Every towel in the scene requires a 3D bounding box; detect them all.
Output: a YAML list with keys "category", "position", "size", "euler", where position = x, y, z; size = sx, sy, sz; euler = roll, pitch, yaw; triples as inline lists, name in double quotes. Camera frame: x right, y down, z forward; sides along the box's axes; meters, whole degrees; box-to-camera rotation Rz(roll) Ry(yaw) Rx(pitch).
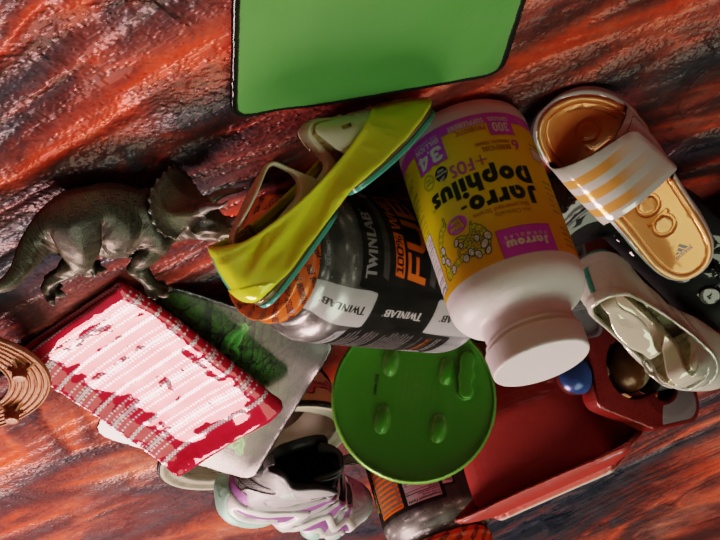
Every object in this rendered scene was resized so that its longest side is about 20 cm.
- category: "towel"
  position: [-0.182, 0.100, 1.161]
  size: [0.144, 0.023, 0.200]
  euler: [-32, 125, 26]

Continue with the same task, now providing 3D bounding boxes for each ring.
- category: "ring"
  position: [-0.360, 0.099, 1.109]
  size: [0.200, 0.019, 0.201]
  euler: [-5, 149, -3]

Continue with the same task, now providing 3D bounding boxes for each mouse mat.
- category: "mouse mat"
  position: [-0.134, 0.106, 1.193]
  size: [0.160, 0.008, 0.200]
  euler: [19, 127, -16]
- category: "mouse mat"
  position: [0.014, -0.160, 0.861]
  size: [0.199, 0.008, 0.161]
  euler: [-10, 153, -12]

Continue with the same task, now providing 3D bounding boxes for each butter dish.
- category: "butter dish"
  position: [0.174, 0.143, 1.318]
  size: [0.199, 0.148, 0.200]
  euler: [-29, 175, 22]

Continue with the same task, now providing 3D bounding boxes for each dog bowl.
- category: "dog bowl"
  position: [-0.112, 0.147, 1.331]
  size: [0.199, 0.074, 0.200]
  euler: [-14, 153, -7]

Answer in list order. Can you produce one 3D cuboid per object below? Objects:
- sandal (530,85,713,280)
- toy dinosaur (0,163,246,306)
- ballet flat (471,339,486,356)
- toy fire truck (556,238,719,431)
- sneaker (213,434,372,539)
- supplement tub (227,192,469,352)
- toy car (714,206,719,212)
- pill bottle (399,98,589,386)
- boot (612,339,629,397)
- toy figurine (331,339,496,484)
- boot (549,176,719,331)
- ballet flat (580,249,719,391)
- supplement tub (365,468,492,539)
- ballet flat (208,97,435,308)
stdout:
- category: "sandal"
  position: [0.219, -0.061, 1.040]
  size: [0.079, 0.059, 0.207]
  euler: [-42, 113, 12]
- category: "toy dinosaur"
  position: [-0.186, -0.029, 0.959]
  size: [0.199, 0.077, 0.103]
  euler: [-3, 131, -12]
- category: "ballet flat"
  position: [0.171, 0.100, 1.420]
  size: [0.199, 0.065, 0.071]
  euler: [-11, 156, -12]
- category: "toy fire truck"
  position: [0.240, 0.050, 1.227]
  size: [0.167, 0.201, 0.112]
  euler: [-6, 174, -28]
- category: "sneaker"
  position: [-0.033, 0.213, 1.335]
  size: [0.200, 0.078, 0.140]
  euler: [9, 144, -43]
- category: "supplement tub"
  position: [0.000, 0.000, 1.053]
  size: [0.200, 0.123, 0.122]
  euler: [7, 145, -42]
- category: "toy car"
  position: [0.423, -0.026, 1.300]
  size: [0.200, 0.158, 0.164]
  euler: [-37, 170, -31]
- category: "pill bottle"
  position: [0.103, -0.020, 0.987]
  size: [0.104, 0.201, 0.104]
  euler: [-14, 154, -7]
- category: "boot"
  position: [0.348, 0.098, 1.535]
  size: [0.199, 0.077, 0.155]
  euler: [13, 137, -35]
- category: "toy figurine"
  position: [0.045, 0.103, 1.282]
  size: [0.150, 0.201, 0.184]
  euler: [8, 172, -4]
- category: "boot"
  position: [0.237, -0.011, 1.148]
  size: [0.200, 0.066, 0.165]
  euler: [33, 130, -25]
- category: "ballet flat"
  position: [0.250, 0.060, 1.121]
  size: [0.200, 0.070, 0.069]
  euler: [38, 126, -26]
- category: "supplement tub"
  position: [0.069, 0.216, 1.431]
  size: [0.122, 0.201, 0.123]
  euler: [-14, 155, -7]
- category: "ballet flat"
  position: [-0.030, -0.064, 0.928]
  size: [0.200, 0.067, 0.067]
  euler: [-49, -165, -10]
